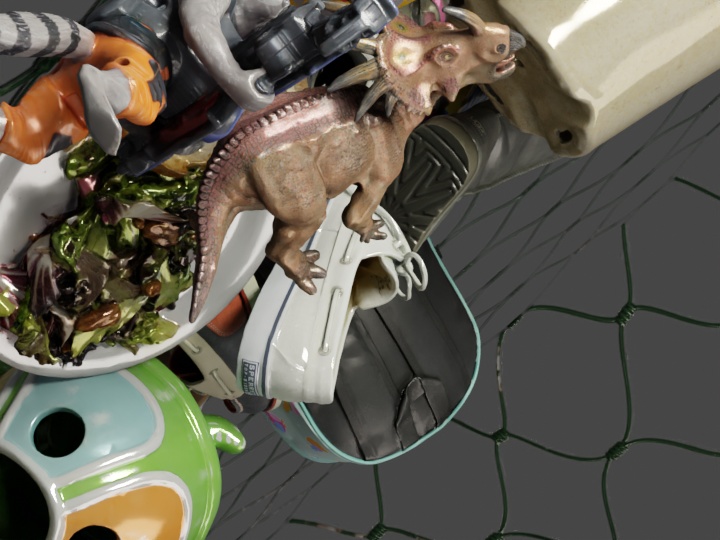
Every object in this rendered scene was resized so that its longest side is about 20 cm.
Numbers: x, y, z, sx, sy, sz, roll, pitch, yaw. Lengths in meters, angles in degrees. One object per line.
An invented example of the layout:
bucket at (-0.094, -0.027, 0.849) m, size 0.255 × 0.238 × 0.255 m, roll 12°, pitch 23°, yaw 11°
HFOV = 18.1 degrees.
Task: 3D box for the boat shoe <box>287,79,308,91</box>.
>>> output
boat shoe at (-0.103, -0.062, 1.293) m, size 0.072 × 0.073 × 0.200 m, roll 2°, pitch 157°, yaw -31°

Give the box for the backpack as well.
backpack at (-0.017, 0.040, 1.632) m, size 0.176 × 0.200 × 0.153 m, roll -38°, pitch -174°, yaw -28°

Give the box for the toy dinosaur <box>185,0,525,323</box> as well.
toy dinosaur at (-0.024, -0.066, 1.116) m, size 0.200 × 0.086 × 0.136 m, roll -35°, pitch 159°, yaw -21°

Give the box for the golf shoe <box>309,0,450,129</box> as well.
golf shoe at (0.003, -0.129, 1.364) m, size 0.092 × 0.073 × 0.200 m, roll -35°, pitch 160°, yaw -9°

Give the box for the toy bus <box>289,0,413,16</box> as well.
toy bus at (0.036, -0.191, 1.212) m, size 0.200 × 0.065 × 0.078 m, roll -31°, pitch 166°, yaw -45°

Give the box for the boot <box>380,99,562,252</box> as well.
boot at (0.068, -0.067, 1.488) m, size 0.182 × 0.073 × 0.200 m, roll -37°, pitch 179°, yaw 37°

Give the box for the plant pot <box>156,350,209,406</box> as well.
plant pot at (-0.188, 0.085, 1.490) m, size 0.201 × 0.093 × 0.201 m, roll -39°, pitch 169°, yaw -9°

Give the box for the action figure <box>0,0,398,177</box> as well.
action figure at (-0.087, -0.106, 1.030) m, size 0.199 × 0.105 × 0.193 m, roll -26°, pitch -173°, yaw 38°

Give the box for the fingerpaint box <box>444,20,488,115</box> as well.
fingerpaint box at (0.098, -0.171, 1.517) m, size 0.167 × 0.073 × 0.200 m, roll -37°, pitch 169°, yaw -25°

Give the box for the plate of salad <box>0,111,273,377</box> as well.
plate of salad at (-0.121, -0.019, 1.200) m, size 0.199 × 0.048 × 0.201 m, roll -21°, pitch 135°, yaw -23°

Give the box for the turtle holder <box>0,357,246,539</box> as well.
turtle holder at (-0.171, 0.099, 1.293) m, size 0.141 × 0.186 × 0.132 m, roll -37°, pitch 171°, yaw 35°

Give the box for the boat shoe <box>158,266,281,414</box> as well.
boat shoe at (-0.089, 0.043, 1.370) m, size 0.062 × 0.071 × 0.200 m, roll -29°, pitch 159°, yaw -10°

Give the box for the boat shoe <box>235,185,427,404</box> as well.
boat shoe at (0.000, -0.003, 1.319) m, size 0.075 × 0.086 × 0.202 m, roll 92°, pitch 17°, yaw -47°

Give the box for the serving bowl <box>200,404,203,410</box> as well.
serving bowl at (-0.174, 0.107, 1.720) m, size 0.200 × 0.066 × 0.200 m, roll -39°, pitch 169°, yaw -9°

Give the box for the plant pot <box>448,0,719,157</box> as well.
plant pot at (0.154, -0.171, 1.336) m, size 0.183 × 0.201 × 0.201 m, roll -40°, pitch 170°, yaw -13°
